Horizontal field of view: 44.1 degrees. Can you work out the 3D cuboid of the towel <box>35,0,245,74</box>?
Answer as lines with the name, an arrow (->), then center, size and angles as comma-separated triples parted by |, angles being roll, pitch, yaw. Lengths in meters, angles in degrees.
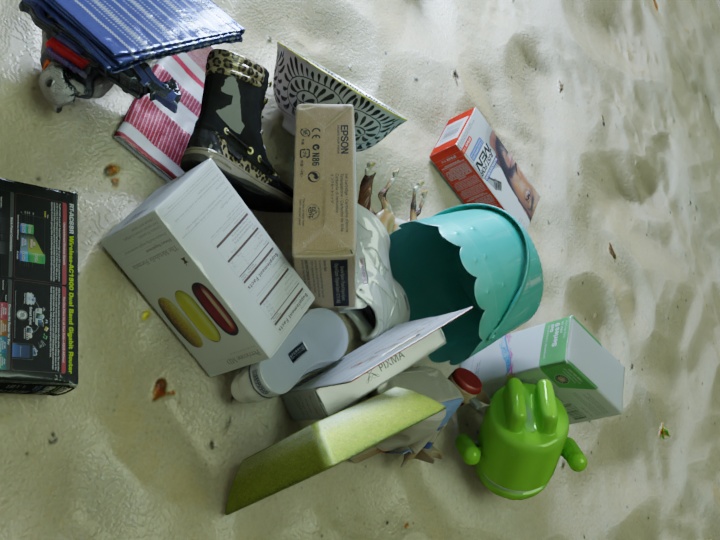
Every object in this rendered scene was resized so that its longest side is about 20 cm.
towel -> -0.237, -0.276, 0.960 | 0.145, 0.024, 0.200 | 42, 39, 15

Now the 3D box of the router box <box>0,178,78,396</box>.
router box -> -0.345, 0.013, 0.832 | 0.149, 0.062, 0.202 | 11, 68, -42

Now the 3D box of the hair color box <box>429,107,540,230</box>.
hair color box -> 0.208, -0.154, 1.468 | 0.200, 0.064, 0.111 | 50, 45, -22

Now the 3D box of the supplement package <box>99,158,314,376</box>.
supplement package -> -0.165, 0.000, 0.985 | 0.201, 0.113, 0.110 | 54, 44, -17

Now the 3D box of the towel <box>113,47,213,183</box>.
towel -> -0.202, -0.191, 1.088 | 0.144, 0.023, 0.201 | 40, 50, -28

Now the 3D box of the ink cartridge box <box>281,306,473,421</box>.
ink cartridge box -> 0.026, 0.113, 1.064 | 0.199, 0.173, 0.044 | -28, 95, -32

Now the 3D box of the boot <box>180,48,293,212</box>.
boot -> -0.132, -0.160, 1.074 | 0.200, 0.073, 0.152 | 25, 67, -54

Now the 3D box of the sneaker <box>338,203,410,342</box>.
sneaker -> 0.000, 0.000, 1.184 | 0.099, 0.075, 0.201 | -28, 96, -48

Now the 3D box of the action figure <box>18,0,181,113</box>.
action figure -> -0.267, -0.227, 0.979 | 0.200, 0.105, 0.194 | 40, 50, 5

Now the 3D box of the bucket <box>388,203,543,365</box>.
bucket -> 0.140, 0.012, 1.210 | 0.134, 0.207, 0.209 | -20, 90, -33

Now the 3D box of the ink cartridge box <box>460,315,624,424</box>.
ink cartridge box -> 0.263, 0.159, 1.306 | 0.145, 0.199, 0.088 | 39, 47, -28

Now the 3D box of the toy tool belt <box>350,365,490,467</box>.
toy tool belt -> 0.071, 0.194, 1.177 | 0.199, 0.123, 0.125 | -2, 41, -52

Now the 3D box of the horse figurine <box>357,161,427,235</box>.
horse figurine -> 0.048, -0.075, 1.273 | 0.199, 0.050, 0.134 | 21, 77, -49

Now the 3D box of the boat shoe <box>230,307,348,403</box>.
boat shoe -> -0.085, 0.105, 1.064 | 0.071, 0.070, 0.200 | 60, 32, -5

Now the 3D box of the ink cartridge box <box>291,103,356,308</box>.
ink cartridge box -> -0.041, -0.074, 1.083 | 0.074, 0.165, 0.202 | -1, 68, 1

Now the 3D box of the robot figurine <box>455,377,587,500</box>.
robot figurine -> 0.223, 0.239, 1.242 | 0.174, 0.201, 0.116 | 2, 44, -4

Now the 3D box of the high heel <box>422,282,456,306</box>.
high heel -> 0.183, 0.033, 1.345 | 0.199, 0.096, 0.068 | 2, 74, -45

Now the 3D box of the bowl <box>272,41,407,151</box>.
bowl -> -0.045, -0.212, 1.181 | 0.200, 0.095, 0.201 | 31, 11, -7

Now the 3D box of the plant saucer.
plant saucer -> -0.036, 0.191, 0.990 | 0.199, 0.200, 0.048 | -16, 76, -48
